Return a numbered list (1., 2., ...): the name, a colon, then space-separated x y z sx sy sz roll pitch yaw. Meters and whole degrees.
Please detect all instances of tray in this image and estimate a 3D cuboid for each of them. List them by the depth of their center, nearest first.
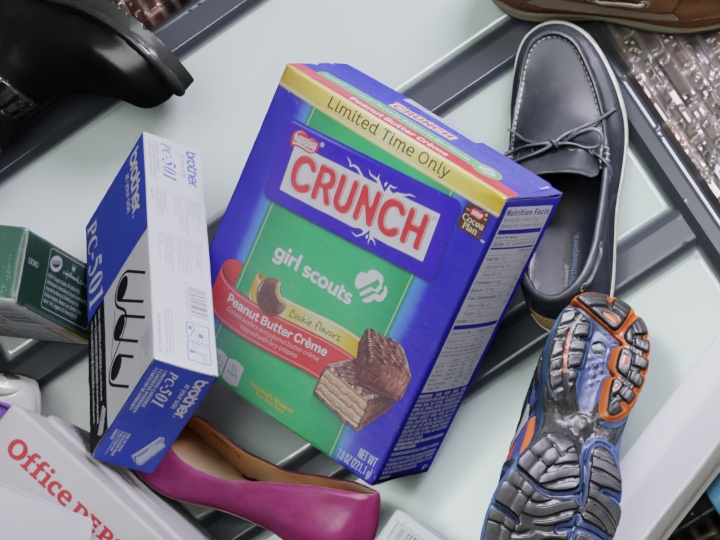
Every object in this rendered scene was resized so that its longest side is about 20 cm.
1. tray: 0.192 0.100 1.336 0.022 0.107 0.200 38 90 -11

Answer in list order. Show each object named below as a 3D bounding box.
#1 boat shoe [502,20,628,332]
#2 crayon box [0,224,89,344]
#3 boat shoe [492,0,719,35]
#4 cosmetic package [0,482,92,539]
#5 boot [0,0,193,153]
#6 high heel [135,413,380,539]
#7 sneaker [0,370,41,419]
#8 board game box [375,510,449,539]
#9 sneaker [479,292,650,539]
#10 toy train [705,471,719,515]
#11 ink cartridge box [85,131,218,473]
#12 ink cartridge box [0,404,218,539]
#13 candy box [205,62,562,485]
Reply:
1. boat shoe: 0.123 -0.062 1.411 0.075 0.062 0.200 -5 74 19
2. crayon box: -0.279 0.003 1.492 0.200 0.126 0.052 4 77 19
3. boat shoe: 0.167 -0.188 1.421 0.200 0.074 0.076 -3 76 18
4. cosmetic package: -0.284 0.162 1.257 0.199 0.200 0.123 5 75 21
5. boot: -0.223 -0.110 1.525 0.211 0.079 0.158 24 78 33
6. high heel: -0.069 0.112 1.410 0.200 0.067 0.096 39 121 18
7. sneaker: -0.306 0.102 1.504 0.200 0.081 0.084 2 83 18
8. board game box: 0.029 0.266 1.358 0.148 0.064 0.200 35 88 24
9. sneaker: 0.118 0.115 1.348 0.075 0.078 0.200 23 68 0
10. toy train: 0.282 0.161 1.295 0.116 0.085 0.200 -36 68 18
11. ink cartridge box: -0.130 0.017 1.415 0.094 0.044 0.200 -55 29 36
12. ink cartridge box: -0.191 0.211 1.399 0.147 0.145 0.200 40 91 24
13. candy box: 0.000 0.000 1.392 0.169 0.077 0.200 32 109 24
